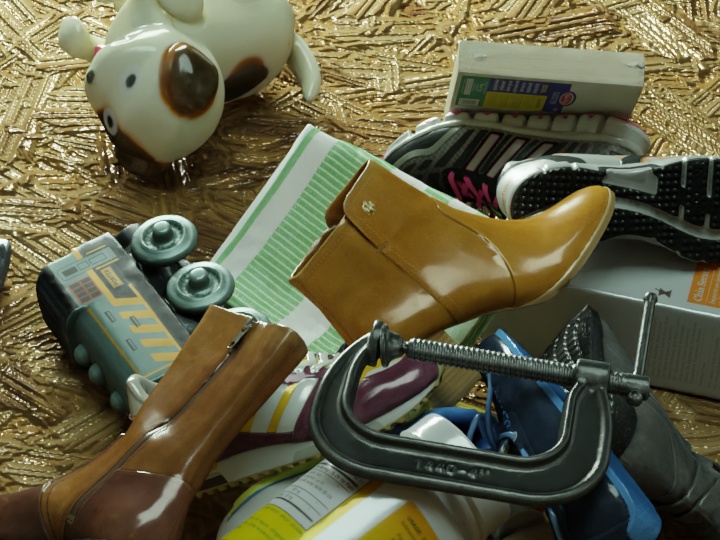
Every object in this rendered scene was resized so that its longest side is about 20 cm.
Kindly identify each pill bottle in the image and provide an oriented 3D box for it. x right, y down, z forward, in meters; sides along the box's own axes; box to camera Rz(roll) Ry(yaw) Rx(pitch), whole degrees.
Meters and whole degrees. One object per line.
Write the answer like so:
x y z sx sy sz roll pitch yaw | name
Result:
-0.013 0.171 1.578 0.200 0.110 0.109 -36 49 -16 | pill bottle

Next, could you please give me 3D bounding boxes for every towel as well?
0.000 0.000 1.865 0.200 0.023 0.153 30 80 29 | towel

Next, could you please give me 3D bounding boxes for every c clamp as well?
0.072 0.071 1.586 0.199 0.027 0.171 6 45 1 | c clamp

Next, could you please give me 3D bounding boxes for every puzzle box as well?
0.130 -0.122 1.993 0.132 0.200 0.026 5 77 -1 | puzzle box

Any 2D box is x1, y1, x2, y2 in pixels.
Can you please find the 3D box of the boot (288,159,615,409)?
0.059 -0.024 1.745 0.144 0.071 0.201 45 69 -9 | boot

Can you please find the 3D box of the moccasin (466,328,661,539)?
0.103 0.106 1.624 0.068 0.080 0.200 -43 34 7 | moccasin

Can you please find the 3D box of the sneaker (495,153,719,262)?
0.185 -0.052 1.859 0.199 0.074 0.080 5 13 -17 | sneaker

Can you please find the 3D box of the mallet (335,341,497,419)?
0.071 0.096 1.785 0.199 0.066 0.041 24 74 -8 | mallet

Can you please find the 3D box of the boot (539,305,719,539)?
0.181 0.107 1.757 0.131 0.070 0.200 34 19 -16 | boot

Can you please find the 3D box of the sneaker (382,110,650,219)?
0.108 -0.061 1.981 0.199 0.074 0.088 -1 61 15 | sneaker

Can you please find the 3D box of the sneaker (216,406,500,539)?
0.005 0.128 1.677 0.199 0.105 0.076 -26 79 -36 | sneaker

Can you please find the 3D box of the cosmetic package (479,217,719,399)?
0.190 0.019 1.887 0.199 0.072 0.102 11 37 9 | cosmetic package

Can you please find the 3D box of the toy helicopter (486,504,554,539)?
0.072 0.184 1.652 0.199 0.079 0.133 -6 42 7 | toy helicopter

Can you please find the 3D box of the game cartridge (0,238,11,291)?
-0.320 0.035 1.840 0.133 0.041 0.200 11 36 2 | game cartridge

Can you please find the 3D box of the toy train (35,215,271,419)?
-0.131 0.045 1.814 0.114 0.085 0.200 -26 48 -16 | toy train

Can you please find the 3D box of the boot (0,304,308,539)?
-0.141 0.099 1.637 0.188 0.068 0.201 5 59 57 | boot

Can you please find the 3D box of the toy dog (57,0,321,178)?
-0.137 -0.154 2.058 0.194 0.139 0.200 43 36 -10 | toy dog

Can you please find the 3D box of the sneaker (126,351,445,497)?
-0.049 0.072 1.688 0.199 0.091 0.075 -21 6 9 | sneaker
